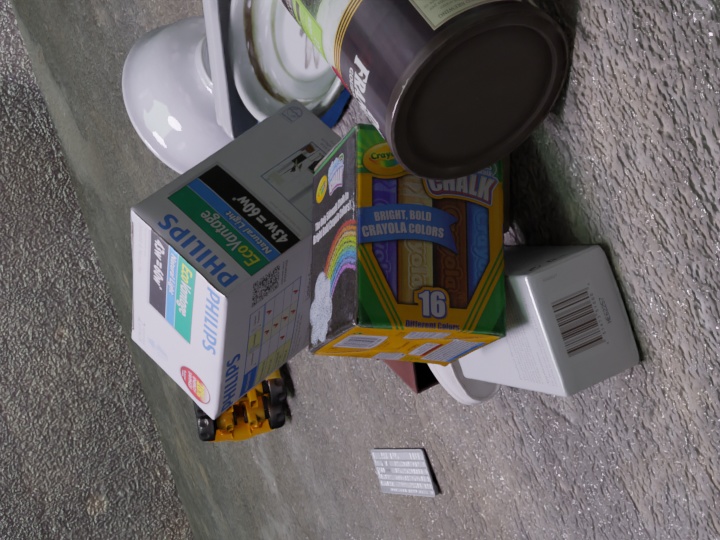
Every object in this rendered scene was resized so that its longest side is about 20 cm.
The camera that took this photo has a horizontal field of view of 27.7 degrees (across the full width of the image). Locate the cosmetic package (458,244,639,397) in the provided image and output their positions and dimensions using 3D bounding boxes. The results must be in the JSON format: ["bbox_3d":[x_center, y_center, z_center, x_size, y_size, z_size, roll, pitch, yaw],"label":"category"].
[{"bbox_3d":[0.135,0.036,1.174,0.102,0.074,0.200,71,164,-8],"label":"cosmetic package"}]

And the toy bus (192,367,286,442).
[{"bbox_3d":[-0.194,0.140,2.174,0.200,0.135,0.193,95,161,-60],"label":"toy bus"}]

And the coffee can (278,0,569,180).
[{"bbox_3d":[0.040,-0.186,1.073,0.200,0.145,0.147,56,158,35],"label":"coffee can"}]

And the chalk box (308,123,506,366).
[{"bbox_3d":[0.035,-0.038,1.143,0.125,0.123,0.202,145,129,-67],"label":"chalk box"}]

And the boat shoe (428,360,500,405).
[{"bbox_3d":[0.089,0.033,1.301,0.069,0.070,0.201,14,127,61],"label":"boat shoe"}]

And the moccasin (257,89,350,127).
[{"bbox_3d":[-0.054,-0.182,1.489,0.200,0.080,0.069,-39,69,57],"label":"moccasin"}]

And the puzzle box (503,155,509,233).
[{"bbox_3d":[0.066,-0.134,1.249,0.200,0.025,0.134,51,156,43],"label":"puzzle box"}]

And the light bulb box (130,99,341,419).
[{"bbox_3d":[-0.096,-0.009,1.317,0.125,0.200,0.199,40,147,21],"label":"light bulb box"}]

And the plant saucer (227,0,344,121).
[{"bbox_3d":[-0.049,-0.230,1.364,0.199,0.050,0.202,0,90,50],"label":"plant saucer"}]

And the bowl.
[{"bbox_3d":[-0.151,-0.201,1.586,0.090,0.200,0.202,-36,75,48],"label":"bowl"}]

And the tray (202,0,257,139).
[{"bbox_3d":[-0.134,-0.222,1.466,0.107,0.022,0.202,13,-111,-78],"label":"tray"}]

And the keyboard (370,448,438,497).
[{"bbox_3d":[0.050,0.241,1.750,0.057,0.011,0.200,68,162,0],"label":"keyboard"}]

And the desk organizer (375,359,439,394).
[{"bbox_3d":[0.051,0.011,1.389,0.077,0.071,0.201,42,149,49],"label":"desk organizer"}]
